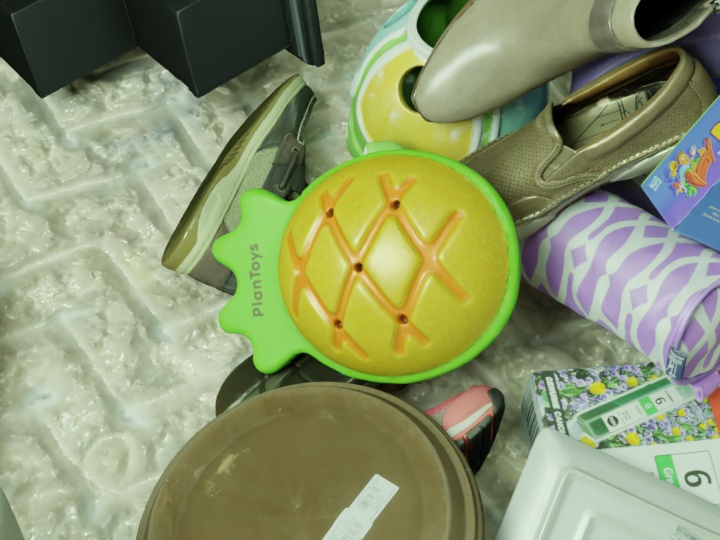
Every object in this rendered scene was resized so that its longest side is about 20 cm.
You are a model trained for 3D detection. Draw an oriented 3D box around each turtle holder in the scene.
[{"bbox_3d":[0.048,-0.119,0.919,0.185,0.132,0.141,-28,63,-21],"label":"turtle holder"}]

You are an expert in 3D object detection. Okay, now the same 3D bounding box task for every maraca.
[{"bbox_3d":[0.000,0.000,0.792,0.199,0.107,0.138,-6,85,25],"label":"maraca"}]

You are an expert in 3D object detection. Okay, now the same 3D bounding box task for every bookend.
[{"bbox_3d":[-0.165,-0.183,0.949,0.198,0.092,0.200,-34,52,-22],"label":"bookend"}]

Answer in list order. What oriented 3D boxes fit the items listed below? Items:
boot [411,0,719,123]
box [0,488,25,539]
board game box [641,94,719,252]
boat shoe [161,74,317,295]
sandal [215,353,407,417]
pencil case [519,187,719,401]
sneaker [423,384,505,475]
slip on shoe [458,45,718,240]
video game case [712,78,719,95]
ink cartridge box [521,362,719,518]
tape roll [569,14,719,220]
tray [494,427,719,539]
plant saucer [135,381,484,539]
[{"bbox_3d":[0.132,-0.147,0.783,0.200,0.070,0.146,-40,22,-4],"label":"boot"},{"bbox_3d":[-0.258,0.205,0.643,0.199,0.199,0.131,-2,55,-4],"label":"box"},{"bbox_3d":[0.287,-0.056,0.805,0.200,0.135,0.045,20,31,-34],"label":"board game box"},{"bbox_3d":[-0.070,-0.057,0.915,0.066,0.072,0.201,39,44,-12],"label":"boat shoe"},{"bbox_3d":[0.003,0.058,0.850,0.200,0.055,0.082,-33,57,-6],"label":"sandal"},{"bbox_3d":[0.156,-0.002,0.841,0.084,0.086,0.200,-27,43,-24],"label":"pencil case"},{"bbox_3d":[0.000,0.116,0.795,0.200,0.074,0.087,-34,63,-23],"label":"sneaker"},{"bbox_3d":[0.120,-0.075,0.812,0.199,0.061,0.076,-20,50,18],"label":"slip on shoe"},{"bbox_3d":[0.246,-0.219,1.050,0.199,0.046,0.182,20,59,10],"label":"video game case"},{"bbox_3d":[0.208,0.111,0.823,0.199,0.050,0.109,-4,56,-6],"label":"ink cartridge box"},{"bbox_3d":[0.239,-0.112,0.886,0.199,0.200,0.085,11,56,4],"label":"tape roll"},{"bbox_3d":[0.174,0.177,0.753,0.199,0.022,0.108,25,77,-1],"label":"tray"},{"bbox_3d":[-0.032,0.142,0.731,0.199,0.030,0.201,-6,51,8],"label":"plant saucer"}]
